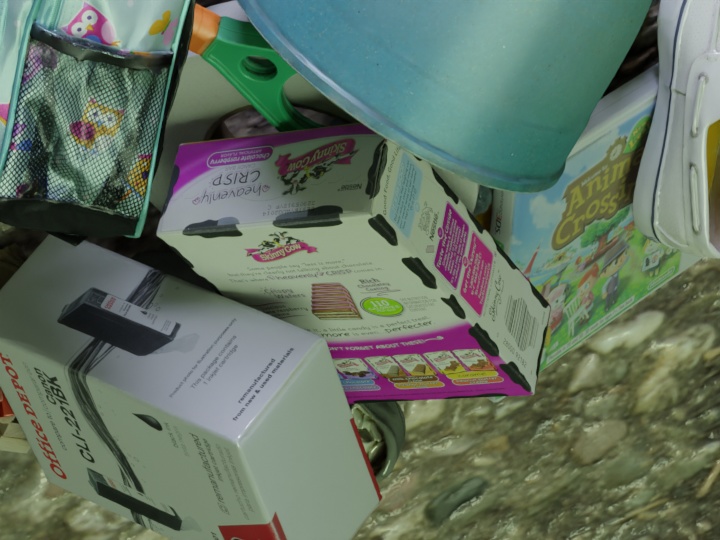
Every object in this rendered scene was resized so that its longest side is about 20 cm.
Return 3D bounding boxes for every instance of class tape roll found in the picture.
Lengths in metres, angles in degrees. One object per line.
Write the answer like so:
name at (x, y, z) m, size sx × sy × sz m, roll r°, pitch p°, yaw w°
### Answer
tape roll at (-0.030, -0.070, 1.440) m, size 0.201 × 0.037 × 0.203 m, roll 8°, pitch 144°, yaw 6°

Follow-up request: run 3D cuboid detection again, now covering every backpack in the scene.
backpack at (-0.152, -0.137, 1.207) m, size 0.152 × 0.176 × 0.201 m, roll 14°, pitch 110°, yaw -30°

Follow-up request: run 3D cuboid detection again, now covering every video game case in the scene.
video game case at (0.150, -0.034, 1.600) m, size 0.199 × 0.022 × 0.183 m, roll -32°, pitch 143°, yaw -31°

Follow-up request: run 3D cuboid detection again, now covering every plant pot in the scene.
plant pot at (0.066, -0.174, 1.287) m, size 0.199 × 0.200 × 0.188 m, roll 16°, pitch 118°, yaw -38°

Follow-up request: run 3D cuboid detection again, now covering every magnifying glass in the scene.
magnifying glass at (-0.058, -0.111, 1.345) m, size 0.199 × 0.023 × 0.080 m, roll 24°, pitch 144°, yaw -19°

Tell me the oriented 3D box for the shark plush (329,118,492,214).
shark plush at (0.019, -0.115, 1.460) m, size 0.090 × 0.083 × 0.201 m, roll -29°, pitch 135°, yaw -8°

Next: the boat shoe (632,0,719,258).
boat shoe at (0.211, -0.103, 1.530) m, size 0.071 × 0.070 × 0.202 m, roll -6°, pitch 113°, yaw -44°

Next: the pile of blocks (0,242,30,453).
pile of blocks at (-0.211, 0.040, 1.505) m, size 0.082 × 0.062 × 0.200 m, roll -31°, pitch 139°, yaw 3°

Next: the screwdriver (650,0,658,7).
screwdriver at (0.141, -0.149, 1.448) m, size 0.029 × 0.028 × 0.200 m, roll -10°, pitch -174°, yaw 17°

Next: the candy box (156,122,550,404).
candy box at (0.000, 0.000, 1.429) m, size 0.136 × 0.061 × 0.200 m, roll -4°, pitch 149°, yaw 30°

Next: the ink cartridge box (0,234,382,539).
ink cartridge box at (-0.102, 0.078, 1.462) m, size 0.084 × 0.199 × 0.145 m, roll -49°, pitch 142°, yaw -27°

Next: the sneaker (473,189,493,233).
sneaker at (0.022, -0.008, 1.579) m, size 0.200 × 0.075 × 0.090 m, roll -40°, pitch 140°, yaw 0°

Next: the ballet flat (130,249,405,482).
ballet flat at (-0.058, 0.057, 1.538) m, size 0.199 × 0.064 × 0.068 m, roll 34°, pitch 113°, yaw -11°
